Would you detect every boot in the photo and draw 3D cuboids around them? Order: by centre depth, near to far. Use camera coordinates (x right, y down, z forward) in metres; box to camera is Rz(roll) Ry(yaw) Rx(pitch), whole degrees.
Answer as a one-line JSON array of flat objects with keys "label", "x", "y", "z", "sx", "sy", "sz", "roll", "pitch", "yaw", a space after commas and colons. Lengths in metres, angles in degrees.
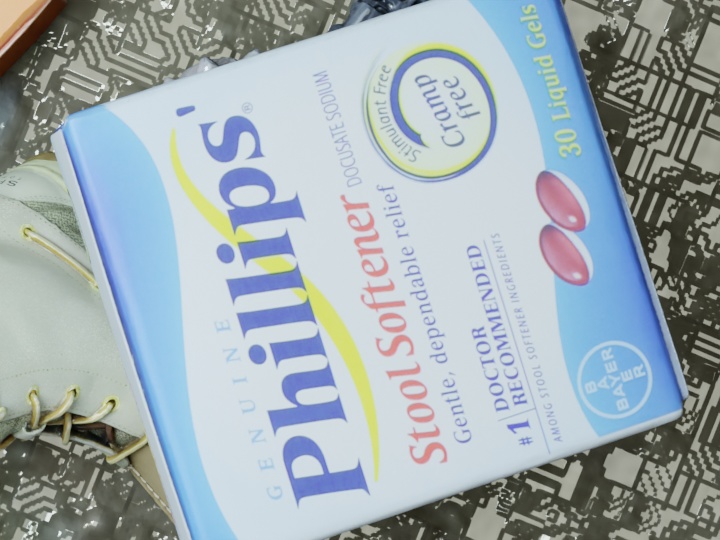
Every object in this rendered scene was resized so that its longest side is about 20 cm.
[{"label": "boot", "x": -0.126, "y": 0.060, "z": 1.111, "sx": 0.072, "sy": 0.154, "sz": 0.200, "roll": -37, "pitch": 87, "yaw": 39}]

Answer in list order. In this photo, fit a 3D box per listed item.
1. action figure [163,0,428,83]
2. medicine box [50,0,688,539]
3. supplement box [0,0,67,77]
[{"label": "action figure", "x": 0.008, "y": -0.044, "z": 1.152, "sx": 0.193, "sy": 0.105, "sz": 0.201, "roll": 29, "pitch": 90, "yaw": -14}, {"label": "medicine box", "x": 0.000, "y": 0.000, "z": 1.059, "sx": 0.199, "sy": 0.103, "sz": 0.183, "roll": -18, "pitch": 92, "yaw": -9}, {"label": "supplement box", "x": -0.218, "y": -0.163, "z": 1.151, "sx": 0.200, "sy": 0.067, "sz": 0.069, "roll": 45, "pitch": 89, "yaw": -2}]
